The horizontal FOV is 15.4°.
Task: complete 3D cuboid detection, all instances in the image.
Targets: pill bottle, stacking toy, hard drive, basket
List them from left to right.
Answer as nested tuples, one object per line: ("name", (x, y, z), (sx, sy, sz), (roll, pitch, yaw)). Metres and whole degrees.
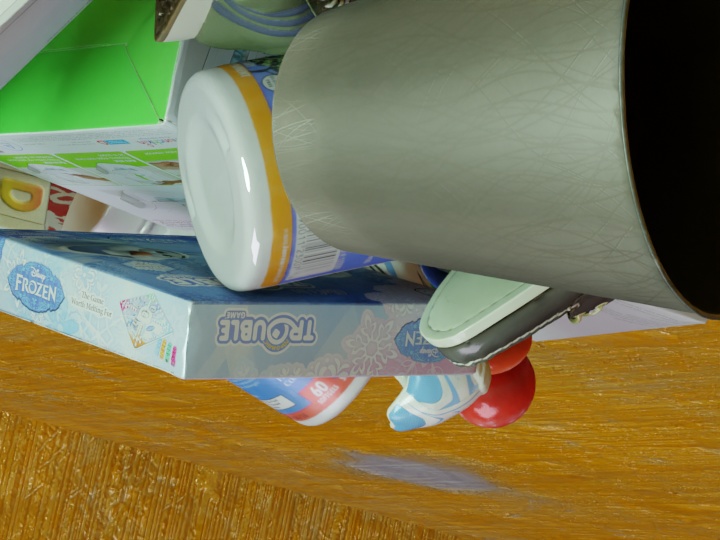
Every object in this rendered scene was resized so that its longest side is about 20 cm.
("hard drive", (-0.159, -0.124, 1.248), (0.027, 0.132, 0.200), (46, 172, -3))
("pill bottle", (-0.083, 0.003, 1.658), (0.199, 0.113, 0.112), (32, 162, -21))
("pill bottle", (0.018, -0.061, 1.329), (0.199, 0.113, 0.112), (-12, 177, -20))
("stacking toy", (0.074, 0.010, 1.567), (0.085, 0.086, 0.201), (8, 132, 20))
("basket", (0.070, -0.069, 1.162), (0.199, 0.182, 0.136), (-1, -179, 40))

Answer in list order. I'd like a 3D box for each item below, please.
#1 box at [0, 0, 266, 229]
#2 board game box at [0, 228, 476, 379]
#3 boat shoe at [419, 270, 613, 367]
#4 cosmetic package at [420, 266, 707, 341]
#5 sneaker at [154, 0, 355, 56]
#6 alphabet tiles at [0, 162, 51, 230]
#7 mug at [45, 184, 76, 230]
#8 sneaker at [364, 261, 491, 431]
("box", (-0.098, -0.089, 1.469), (0.176, 0.097, 0.199), (21, 165, -41))
("board game box", (-0.073, 0.016, 1.410), (0.199, 0.044, 0.198), (1, -169, -42))
("boat shoe", (0.119, -0.010, 1.383), (0.072, 0.201, 0.061), (28, 153, 56))
("cosmetic package", (0.125, -0.011, 1.670), (0.112, 0.082, 0.200), (18, 168, -28))
("sneaker", (-0.032, -0.144, 1.238), (0.089, 0.068, 0.200), (6, 170, -17))
("alphabet tiles", (-0.255, -0.071, 1.512), (0.166, 0.201, 0.008), (15, 140, -15))
("mug", (-0.301, -0.059, 1.856), (0.199, 0.178, 0.134), (13, 133, -29))
("sneaker", (0.000, 0.000, 1.517), (0.072, 0.201, 0.072), (-26, 158, -13))
